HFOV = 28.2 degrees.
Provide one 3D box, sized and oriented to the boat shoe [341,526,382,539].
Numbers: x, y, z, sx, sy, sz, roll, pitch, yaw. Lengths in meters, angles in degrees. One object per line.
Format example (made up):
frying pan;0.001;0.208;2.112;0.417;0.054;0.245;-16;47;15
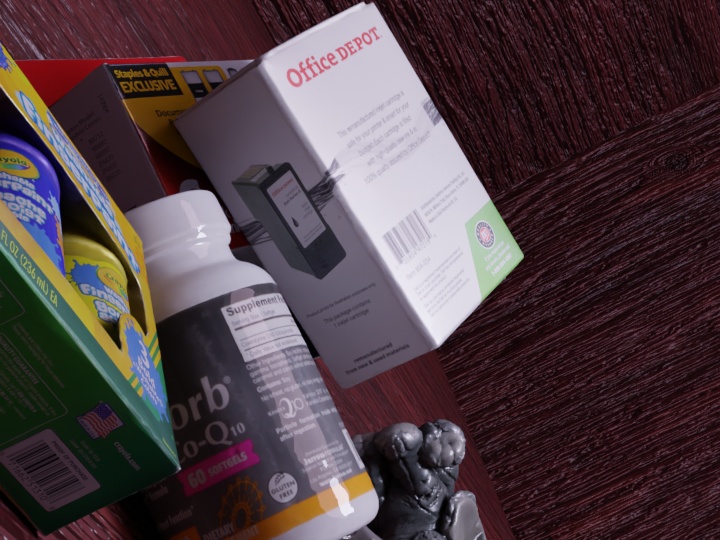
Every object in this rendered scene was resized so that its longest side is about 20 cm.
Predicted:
boat shoe;-0.035;0.183;0.980;0.072;0.076;0.200;7;-39;55

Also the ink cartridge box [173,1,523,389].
ink cartridge box;-0.002;-0.051;0.906;0.200;0.084;0.145;58;37;-6

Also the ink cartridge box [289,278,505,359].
ink cartridge box;0.000;0.000;1.039;0.037;0.200;0.095;-34;99;-55

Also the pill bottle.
pill bottle;-0.080;0.066;0.773;0.200;0.116;0.116;63;5;8

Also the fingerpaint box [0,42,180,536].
fingerpaint box;-0.159;-0.016;0.607;0.200;0.073;0.167;60;6;-39

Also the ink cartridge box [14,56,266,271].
ink cartridge box;-0.114;-0.082;0.943;0.200;0.084;0.176;-17;79;-59

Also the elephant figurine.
elephant figurine;0.046;0.242;1.274;0.141;0.155;0.200;-33;-113;52
